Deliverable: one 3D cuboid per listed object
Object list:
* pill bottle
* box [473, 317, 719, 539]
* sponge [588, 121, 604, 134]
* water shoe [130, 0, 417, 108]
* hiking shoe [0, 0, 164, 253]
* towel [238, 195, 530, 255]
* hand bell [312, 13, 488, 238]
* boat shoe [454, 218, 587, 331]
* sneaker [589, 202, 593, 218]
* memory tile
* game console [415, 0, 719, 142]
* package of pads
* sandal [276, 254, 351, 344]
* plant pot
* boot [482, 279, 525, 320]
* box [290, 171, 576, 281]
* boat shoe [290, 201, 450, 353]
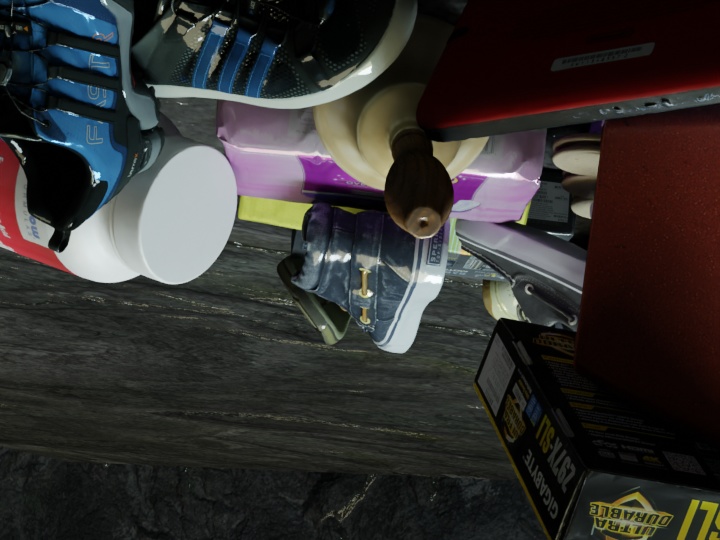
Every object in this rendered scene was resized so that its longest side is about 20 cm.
[{"bbox_3d":[-0.178,-0.058,0.915,0.200,0.112,0.112,18,174,33],"label":"pill bottle"},{"bbox_3d":[0.173,0.094,0.752,0.200,0.049,0.160,11,-161,-15],"label":"box"},{"bbox_3d":[0.244,-0.079,0.926,0.200,0.030,0.112,5,166,3],"label":"sponge"},{"bbox_3d":[-0.069,-0.128,0.773,0.200,0.072,0.079,-3,158,30],"label":"water shoe"},{"bbox_3d":[-0.155,-0.106,0.740,0.074,0.087,0.200,7,138,26],"label":"hiking shoe"},{"bbox_3d":[0.019,-0.061,1.020,0.200,0.086,0.018,8,-154,-5],"label":"towel"},{"bbox_3d":[0.025,-0.058,0.746,0.104,0.104,0.200,7,-159,-2],"label":"hand bell"},{"bbox_3d":[0.136,0.022,0.961,0.200,0.066,0.070,27,-168,30],"label":"boat shoe"},{"bbox_3d":[0.239,0.008,0.944,0.200,0.099,0.071,11,168,-10],"label":"sneaker"},{"bbox_3d":[0.225,-0.056,0.932,0.200,0.017,0.153,3,167,17],"label":"memory tile"},{"bbox_3d":[0.155,-0.101,0.709,0.200,0.172,0.119,-5,136,37],"label":"game console"},{"bbox_3d":[0.011,-0.082,0.912,0.200,0.076,0.121,6,169,0],"label":"package of pads"},{"bbox_3d":[-0.013,0.004,1.238,0.057,0.080,0.201,-36,180,21],"label":"sandal"},{"bbox_3d":[0.208,-0.017,0.743,0.176,0.200,0.200,10,-162,14],"label":"plant pot"},{"bbox_3d":[0.223,0.026,1.281,0.155,0.072,0.200,-11,158,44],"label":"boot"},{"bbox_3d":[0.050,-0.039,1.124,0.200,0.051,0.158,7,165,-3],"label":"box"},{"bbox_3d":[0.000,0.000,0.985,0.091,0.071,0.200,10,162,-3],"label":"boat shoe"}]
